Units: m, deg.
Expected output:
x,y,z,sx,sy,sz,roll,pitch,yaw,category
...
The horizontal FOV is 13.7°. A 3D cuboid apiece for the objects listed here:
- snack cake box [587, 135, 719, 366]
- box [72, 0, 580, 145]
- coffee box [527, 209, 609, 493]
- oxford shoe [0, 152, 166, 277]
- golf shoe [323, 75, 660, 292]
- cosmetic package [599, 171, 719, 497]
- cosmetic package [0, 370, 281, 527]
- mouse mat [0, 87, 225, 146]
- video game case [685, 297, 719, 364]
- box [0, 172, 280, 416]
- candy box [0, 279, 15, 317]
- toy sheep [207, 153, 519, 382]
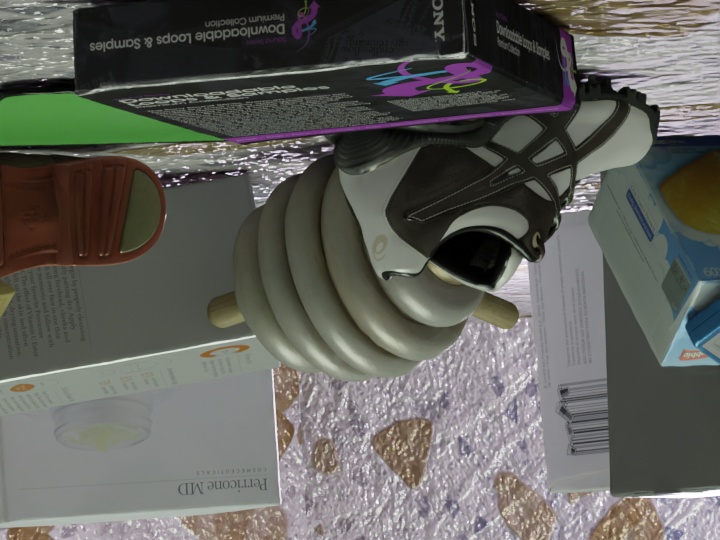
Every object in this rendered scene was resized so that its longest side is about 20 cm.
x,y,z,sx,sy,sz,roll,pitch,yaw,category
0.238,-0.012,1.635,0.199,0.115,0.067,-2,134,-24,snack cake box
-0.007,-0.077,1.113,0.142,0.036,0.200,-5,178,14,box
0.261,0.051,2.125,0.197,0.200,0.200,0,174,-43,coffee box
-0.197,-0.028,1.489,0.200,0.071,0.074,4,-178,-37,oxford shoe
0.061,-0.038,1.325,0.200,0.095,0.078,-5,176,-45,golf shoe
0.204,0.033,1.756,0.090,0.201,0.107,-1,176,-36,cosmetic package
-0.171,0.071,2.053,0.199,0.201,0.123,-2,177,-23,cosmetic package
-0.103,-0.070,1.365,0.160,0.008,0.200,-2,175,-19,mouse mat
0.285,0.001,1.568,0.200,0.018,0.143,-39,137,19,video game case
-0.152,0.018,1.747,0.199,0.098,0.124,-10,169,-2,box
-0.261,0.006,1.510,0.115,0.055,0.200,32,-171,8,candy box
0.000,0.000,1.619,0.200,0.138,0.138,-24,166,30,toy sheep
